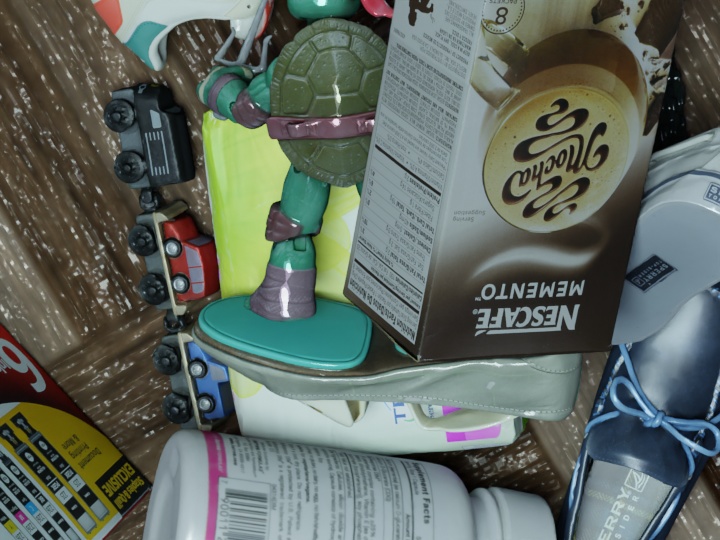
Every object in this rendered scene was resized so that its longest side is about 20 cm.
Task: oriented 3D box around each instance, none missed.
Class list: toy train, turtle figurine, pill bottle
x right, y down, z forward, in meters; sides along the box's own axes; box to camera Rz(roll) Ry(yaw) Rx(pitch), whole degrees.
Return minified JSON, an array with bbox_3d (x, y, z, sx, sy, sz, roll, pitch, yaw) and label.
[{"bbox_3d":[-0.097,-0.003,1.343,0.046,0.034,0.201,-7,101,19],"label":"toy train"},{"bbox_3d":[-0.013,-0.079,1.216,0.149,0.101,0.201,0,103,12],"label":"turtle figurine"},{"bbox_3d":[-0.007,0.150,1.279,0.199,0.113,0.114,9,105,-14],"label":"pill bottle"}]

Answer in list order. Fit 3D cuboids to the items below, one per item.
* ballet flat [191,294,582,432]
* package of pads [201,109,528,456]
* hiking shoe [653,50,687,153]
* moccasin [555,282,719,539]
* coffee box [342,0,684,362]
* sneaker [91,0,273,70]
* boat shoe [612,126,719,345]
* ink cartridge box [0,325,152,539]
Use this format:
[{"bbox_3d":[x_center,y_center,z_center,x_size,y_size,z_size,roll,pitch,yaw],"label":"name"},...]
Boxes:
[{"bbox_3d":[0.013,0.053,1.252,0.199,0.067,0.064,2,121,11],"label":"ballet flat"},{"bbox_3d":[0.000,0.000,1.309,0.154,0.068,0.201,-6,101,12],"label":"package of pads"},{"bbox_3d":[0.096,-0.126,1.272,0.087,0.074,0.200,-23,101,42],"label":"hiking shoe"},{"bbox_3d":[0.153,0.097,1.299,0.080,0.068,0.201,15,103,8],"label":"moccasin"},{"bbox_3d":[0.072,-0.065,1.155,0.113,0.080,0.201,-3,115,-30],"label":"coffee box"},{"bbox_3d":[-0.054,-0.176,1.285,0.199,0.070,0.094,-28,103,18],"label":"sneaker"},{"bbox_3d":[0.145,-0.017,1.235,0.073,0.065,0.200,37,152,-15],"label":"boat shoe"},{"bbox_3d":[-0.190,0.136,1.308,0.084,0.200,0.176,-43,91,16],"label":"ink cartridge box"}]
